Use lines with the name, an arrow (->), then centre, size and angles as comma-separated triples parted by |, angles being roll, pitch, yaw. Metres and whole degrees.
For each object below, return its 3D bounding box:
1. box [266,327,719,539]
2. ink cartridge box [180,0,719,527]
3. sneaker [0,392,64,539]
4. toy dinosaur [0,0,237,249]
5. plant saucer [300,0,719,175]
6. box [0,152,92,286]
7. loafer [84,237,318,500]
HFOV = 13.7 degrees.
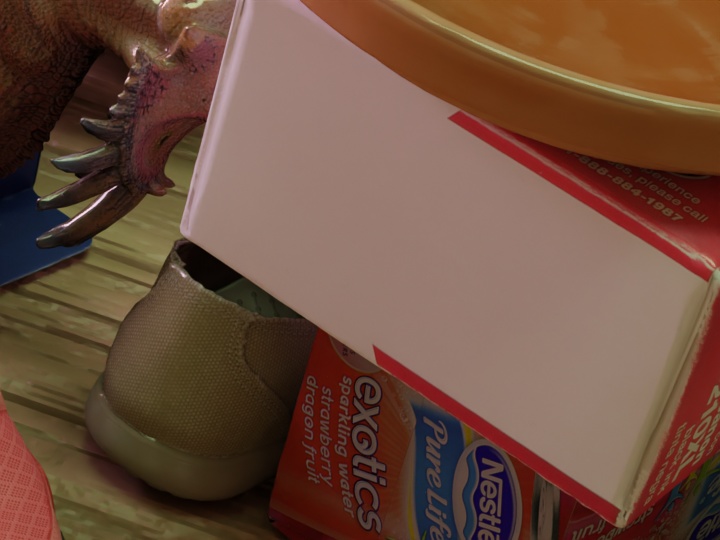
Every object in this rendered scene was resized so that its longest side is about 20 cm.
box -> 0.077, 0.024, 0.861 | 0.095, 0.100, 0.200 | 35, 38, 24
ink cartridge box -> 0.075, -0.039, 0.785 | 0.145, 0.085, 0.200 | 33, 38, 22
sneaker -> -0.138, 0.009, 0.786 | 0.074, 0.087, 0.200 | -17, 59, -32
toy dinosaur -> -0.105, -0.058, 0.845 | 0.086, 0.200, 0.136 | -38, 100, -37
plant saucer -> 0.063, -0.083, 0.738 | 0.200, 0.032, 0.201 | 11, 35, -8
box -> -0.186, -0.053, 0.929 | 0.200, 0.032, 0.121 | 36, 39, 27
loafer -> 0.000, 0.000, 0.889 | 0.076, 0.068, 0.200 | 35, 40, 16
